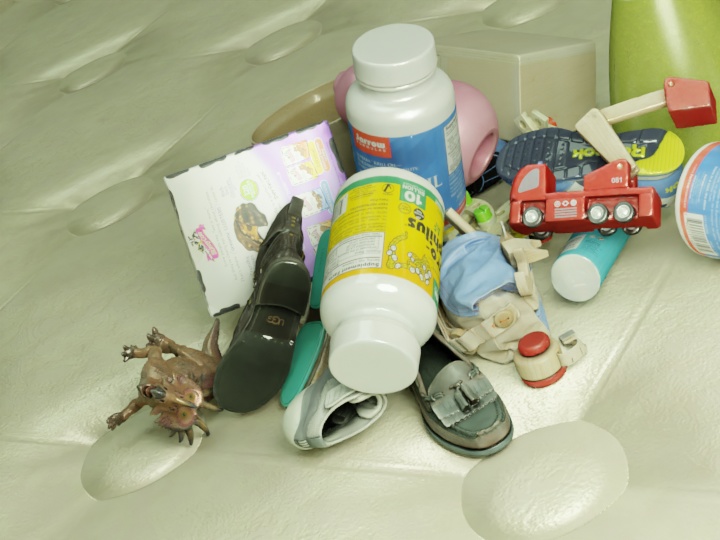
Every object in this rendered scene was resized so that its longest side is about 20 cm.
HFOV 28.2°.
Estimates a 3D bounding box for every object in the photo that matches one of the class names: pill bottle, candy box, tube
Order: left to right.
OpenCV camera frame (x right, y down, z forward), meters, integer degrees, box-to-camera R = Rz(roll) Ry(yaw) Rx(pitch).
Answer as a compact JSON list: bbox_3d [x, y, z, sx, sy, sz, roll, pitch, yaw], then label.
[{"bbox_3d":[-0.105,-0.059,1.637,0.198,0.170,0.072,-19,5,-4],"label":"candy box"},{"bbox_3d":[0.020,0.010,1.361,0.112,0.113,0.202,-13,47,23],"label":"pill bottle"},{"bbox_3d":[0.044,-0.142,1.458,0.111,0.202,0.113,-7,37,5],"label":"pill bottle"},{"bbox_3d":[0.246,-0.035,1.472,0.077,0.051,0.200,-2,25,27],"label":"tube"},{"bbox_3d":[0.396,-0.055,1.306,0.112,0.113,0.199,-40,31,-27],"label":"pill bottle"}]

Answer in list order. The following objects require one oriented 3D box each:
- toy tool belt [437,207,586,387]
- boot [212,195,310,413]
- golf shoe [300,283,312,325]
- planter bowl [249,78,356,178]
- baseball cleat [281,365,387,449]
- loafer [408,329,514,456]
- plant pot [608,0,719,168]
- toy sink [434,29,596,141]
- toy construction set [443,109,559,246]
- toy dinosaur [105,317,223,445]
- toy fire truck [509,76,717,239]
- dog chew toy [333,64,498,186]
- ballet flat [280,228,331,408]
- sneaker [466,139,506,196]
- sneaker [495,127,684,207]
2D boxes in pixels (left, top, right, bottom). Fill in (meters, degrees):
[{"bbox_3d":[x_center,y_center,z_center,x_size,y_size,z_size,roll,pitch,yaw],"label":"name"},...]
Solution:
[{"bbox_3d":[0.129,0.020,1.385,0.124,0.124,0.200,-27,27,-4],"label":"toy tool belt"},{"bbox_3d":[-0.097,0.035,1.523,0.174,0.069,0.202,-102,36,-69],"label":"boot"},{"bbox_3d":[0.000,0.000,1.567,0.198,0.092,0.076,-17,29,18],"label":"golf shoe"},{"bbox_3d":[-0.020,-0.148,1.787,0.198,0.136,0.201,-23,21,9],"label":"planter bowl"},{"bbox_3d":[0.008,0.101,1.405,0.106,0.070,0.201,-3,45,51],"label":"baseball cleat"},{"bbox_3d":[0.078,0.105,1.342,0.071,0.063,0.200,-27,27,-8],"label":"loafer"},{"bbox_3d":[0.340,-0.217,1.533,0.185,0.202,0.188,-18,26,9],"label":"plant pot"},{"bbox_3d":[0.175,-0.226,1.762,0.129,0.113,0.199,-15,21,-35],"label":"toy sink"},{"bbox_3d":[0.172,-0.082,1.561,0.201,0.092,0.131,-53,29,-16],"label":"toy construction set"},{"bbox_3d":[-0.184,0.120,1.527,0.134,0.087,0.200,8,24,31],"label":"toy dinosaur"},{"bbox_3d":[0.242,-0.108,1.388,0.198,0.049,0.143,-2,74,22],"label":"toy fire truck"},{"bbox_3d":[0.056,-0.173,1.617,0.199,0.125,0.125,29,52,20],"label":"dog chew toy"},{"bbox_3d":[-0.026,0.056,1.484,0.068,0.067,0.202,1,73,62],"label":"ballet flat"},{"bbox_3d":[0.092,-0.086,1.677,0.198,0.070,0.078,-24,41,4],"label":"sneaker"},{"bbox_3d":[0.235,-0.096,1.468,0.198,0.083,0.075,5,58,25],"label":"sneaker"}]
